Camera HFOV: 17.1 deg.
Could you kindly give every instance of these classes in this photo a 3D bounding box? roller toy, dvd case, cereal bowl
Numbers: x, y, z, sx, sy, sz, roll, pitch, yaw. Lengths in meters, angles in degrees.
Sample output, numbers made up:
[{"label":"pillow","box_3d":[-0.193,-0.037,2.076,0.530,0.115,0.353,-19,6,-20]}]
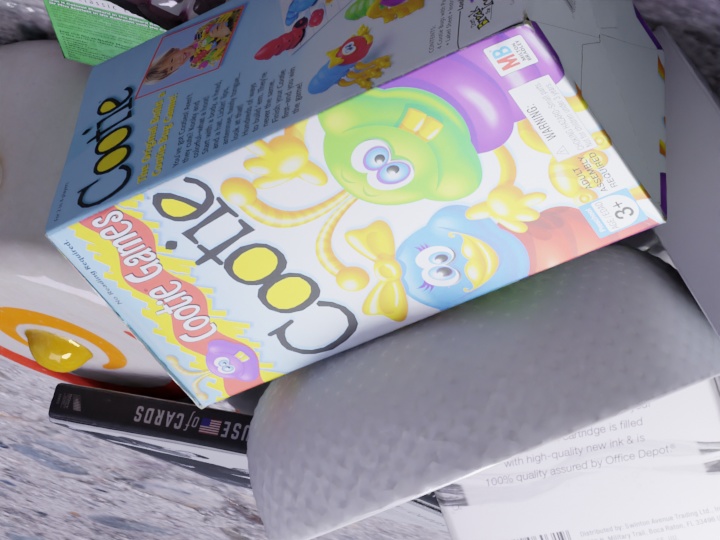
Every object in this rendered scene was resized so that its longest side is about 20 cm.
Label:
[{"label":"roller toy","box_3d":[-0.131,-0.016,1.186,0.182,0.140,0.200,14,160,11]},{"label":"dvd case","box_3d":[-0.036,0.096,1.200,0.200,0.025,0.150,6,167,38]},{"label":"cereal bowl","box_3d":[0.042,0.038,0.951,0.200,0.083,0.200,-22,175,-2]}]

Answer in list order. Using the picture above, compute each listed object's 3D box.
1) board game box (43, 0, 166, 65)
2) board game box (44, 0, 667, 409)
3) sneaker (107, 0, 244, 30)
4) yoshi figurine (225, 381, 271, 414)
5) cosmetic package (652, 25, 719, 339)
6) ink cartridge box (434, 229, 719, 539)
[{"label":"board game box","box_3d":[-0.043,-0.099,1.055,0.200,0.024,0.105,15,164,7]},{"label":"board game box","box_3d":[0.001,-0.048,0.880,0.200,0.105,0.103,-22,125,24]},{"label":"sneaker","box_3d":[-0.038,-0.073,0.969,0.200,0.076,0.116,18,125,3]},{"label":"yoshi figurine","box_3d":[-0.040,0.056,1.282,0.112,0.112,0.200,54,143,7]},{"label":"cosmetic package","box_3d":[0.172,0.016,0.941,0.052,0.200,0.151,-38,138,14]},{"label":"ink cartridge box","box_3d":[0.108,0.073,1.098,0.146,0.084,0.200,-12,110,21]}]
